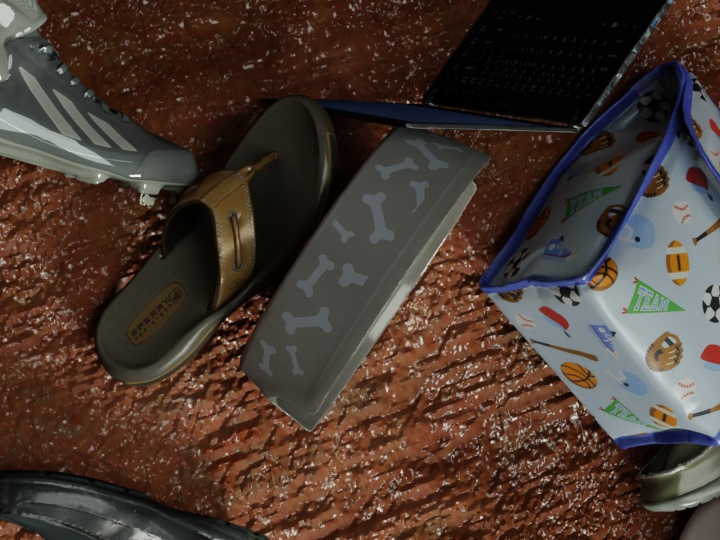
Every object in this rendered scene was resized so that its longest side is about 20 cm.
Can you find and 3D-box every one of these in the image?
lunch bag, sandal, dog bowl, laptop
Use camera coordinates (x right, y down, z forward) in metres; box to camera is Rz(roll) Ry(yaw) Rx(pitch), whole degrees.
[{"bbox_3d":[0.203,-0.012,1.648,0.170,0.124,0.200,50,58,-27],"label":"lunch bag"},{"bbox_3d":[-0.089,-0.018,1.468,0.200,0.082,0.055,-45,149,9],"label":"sandal"},{"bbox_3d":[0.000,0.000,1.493,0.059,0.200,0.200,35,77,4],"label":"dog bowl"},{"bbox_3d":[0.069,-0.141,1.512,0.103,0.177,0.200,42,77,-29],"label":"laptop"}]

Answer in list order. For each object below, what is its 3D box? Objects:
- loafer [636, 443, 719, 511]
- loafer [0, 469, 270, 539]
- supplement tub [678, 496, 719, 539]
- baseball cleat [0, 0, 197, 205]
[{"bbox_3d":[0.250,0.085,1.724,0.200,0.075,0.070,-44,105,-23],"label":"loafer"},{"bbox_3d":[-0.137,0.166,1.497,0.200,0.068,0.071,23,76,-35],"label":"loafer"},{"bbox_3d":[0.326,0.228,1.739,0.200,0.145,0.145,13,90,-31],"label":"supplement tub"},{"bbox_3d":[-0.173,-0.102,1.436,0.200,0.070,0.107,12,91,-32],"label":"baseball cleat"}]
